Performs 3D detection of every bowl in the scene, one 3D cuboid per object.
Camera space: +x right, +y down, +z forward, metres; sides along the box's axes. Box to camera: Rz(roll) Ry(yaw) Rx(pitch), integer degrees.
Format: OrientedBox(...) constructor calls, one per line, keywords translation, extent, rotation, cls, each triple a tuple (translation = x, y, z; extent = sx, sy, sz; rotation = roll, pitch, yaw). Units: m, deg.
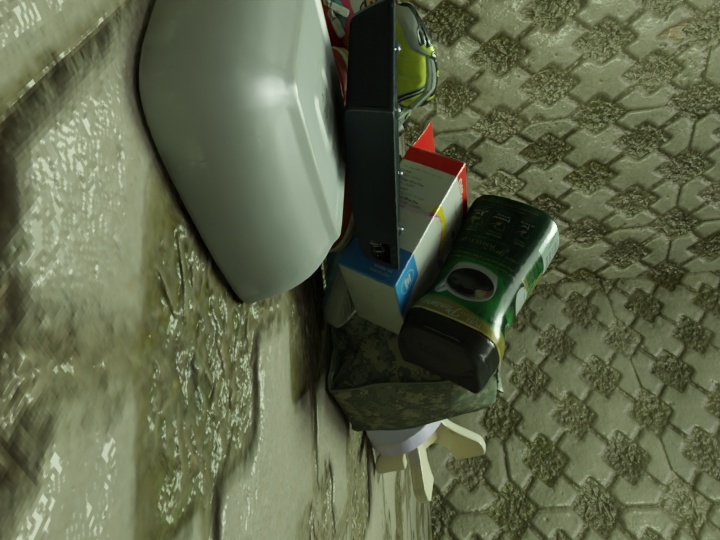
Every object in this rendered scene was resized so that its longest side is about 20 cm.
OrientedBox(translation=(-0.057, -0.102, 0.409), extent=(0.201, 0.074, 0.202), rotation=(75, 15, -51), cls="bowl")

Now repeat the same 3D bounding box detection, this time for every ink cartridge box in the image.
OrientedBox(translation=(0.061, -0.046, 0.670), extent=(0.201, 0.067, 0.117), rotation=(-59, 156, -22), cls="ink cartridge box")

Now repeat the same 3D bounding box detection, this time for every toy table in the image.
OrientedBox(translation=(0.088, 0.251, 0.963), extent=(0.200, 0.182, 0.118), rotation=(-48, 119, -54), cls="toy table")

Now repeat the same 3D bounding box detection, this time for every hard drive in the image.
OrientedBox(translation=(0.014, -0.103, 0.524), extent=(0.201, 0.042, 0.136), rotation=(82, 9, -59), cls="hard drive")

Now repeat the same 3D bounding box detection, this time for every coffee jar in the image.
OrientedBox(translation=(0.123, 0.022, 0.646), extent=(0.201, 0.103, 0.086), rotation=(-55, 151, -25), cls="coffee jar")

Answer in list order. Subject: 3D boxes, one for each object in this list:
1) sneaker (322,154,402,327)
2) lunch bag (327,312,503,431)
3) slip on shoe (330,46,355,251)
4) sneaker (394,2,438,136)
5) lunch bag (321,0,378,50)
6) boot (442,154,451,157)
OrientedBox(translation=(-0.016, -0.041, 0.697), extent=(0.074, 0.081, 0.202), rotation=(15, 93, -66), cls="sneaker")
OrientedBox(translation=(0.071, 0.116, 0.749), extent=(0.165, 0.197, 0.119), rotation=(71, 17, -59), cls="lunch bag")
OrientedBox(translation=(-0.039, -0.112, 0.612), extent=(0.061, 0.074, 0.202), rotation=(-21, 123, -37), cls="slip on shoe")
OrientedBox(translation=(0.018, -0.176, 0.614), extent=(0.076, 0.076, 0.200), rotation=(63, -17, 13), cls="sneaker")
OrientedBox(translation=(-0.023, -0.308, 0.630), extent=(0.176, 0.081, 0.202), rotation=(57, 15, -76), cls="lunch bag")
OrientedBox(translation=(0.113, -0.051, 0.870), extent=(0.175, 0.065, 0.202), rotation=(-38, 120, -61), cls="boot")
